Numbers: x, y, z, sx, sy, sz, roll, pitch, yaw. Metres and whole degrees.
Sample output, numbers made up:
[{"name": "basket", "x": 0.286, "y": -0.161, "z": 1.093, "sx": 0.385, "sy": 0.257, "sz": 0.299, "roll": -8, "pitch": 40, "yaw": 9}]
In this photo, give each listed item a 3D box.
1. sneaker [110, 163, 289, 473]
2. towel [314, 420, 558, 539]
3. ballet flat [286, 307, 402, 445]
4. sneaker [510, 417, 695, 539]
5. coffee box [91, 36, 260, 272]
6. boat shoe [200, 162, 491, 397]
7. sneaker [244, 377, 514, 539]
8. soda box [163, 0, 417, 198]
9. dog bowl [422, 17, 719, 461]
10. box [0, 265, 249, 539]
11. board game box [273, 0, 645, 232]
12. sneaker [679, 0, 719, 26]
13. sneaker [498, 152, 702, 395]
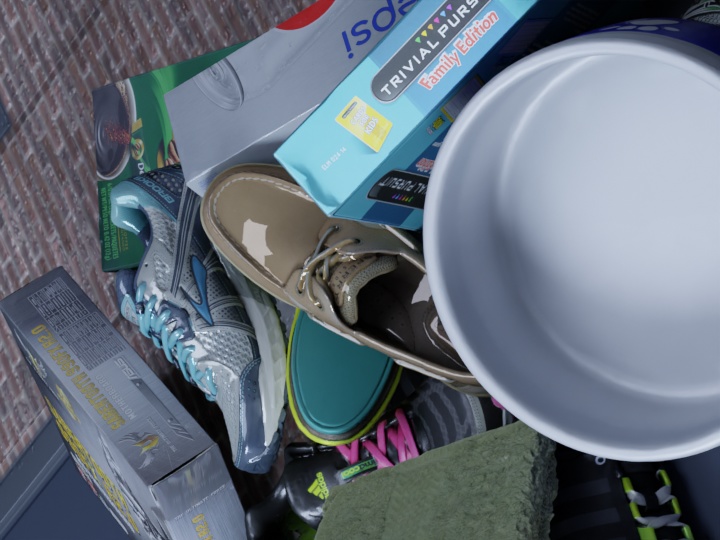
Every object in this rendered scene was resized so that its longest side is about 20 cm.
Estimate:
[{"name": "sneaker", "x": -0.095, "y": 0.029, "z": 1.607, "sx": 0.078, "sy": 0.086, "sz": 0.201, "roll": 107, "pitch": 151, "yaw": -57}, {"name": "towel", "x": 0.031, "y": 0.156, "z": 1.405, "sx": 0.148, "sy": 0.037, "sz": 0.200, "roll": -24, "pitch": 29, "yaw": 25}, {"name": "ballet flat", "x": -0.004, "y": 0.013, "z": 1.582, "sx": 0.067, "sy": 0.067, "sz": 0.201, "roll": 82, "pitch": -170, "yaw": -65}, {"name": "sneaker", "x": 0.130, "y": 0.124, "z": 1.441, "sx": 0.200, "sy": 0.072, "sz": 0.083, "roll": 36, "pitch": 114, "yaw": 43}, {"name": "coffee box", "x": -0.088, "y": -0.070, "z": 1.714, "sx": 0.200, "sy": 0.044, "sz": 0.124, "roll": -10, "pitch": 82, "yaw": 48}, {"name": "boat shoe", "x": 0.000, "y": 0.000, "z": 1.499, "sx": 0.200, "sy": 0.065, "sz": 0.071, "roll": 28, "pitch": 93, "yaw": 12}, {"name": "sneaker", "x": 0.005, "y": 0.117, "z": 1.569, "sx": 0.200, "sy": 0.087, "sz": 0.074, "roll": -41, "pitch": 60, "yaw": 40}, {"name": "soda box", "x": -0.008, "y": -0.107, "z": 1.552, "sx": 0.200, "sy": 0.063, "sz": 0.068, "roll": -29, "pitch": 54, "yaw": 20}, {"name": "dog bowl", "x": 0.135, "y": -0.016, "z": 1.331, "sx": 0.199, "sy": 0.079, "sz": 0.201, "roll": 7, "pitch": 107, "yaw": 25}, {"name": "box", "x": -0.130, "y": 0.112, "z": 1.679, "sx": 0.200, "sy": 0.048, "sz": 0.159, "roll": 45, "pitch": 162, "yaw": 43}, {"name": "board game box", "x": 0.062, "y": -0.108, "z": 1.417, "sx": 0.200, "sy": 0.151, "sz": 0.047, "roll": -45, "pitch": 75, "yaw": 11}, {"name": "sneaker", "x": 0.172, "y": -0.095, "z": 1.411, "sx": 0.199, "sy": 0.078, "sz": 0.086, "roll": -11, "pitch": 73, "yaw": 39}, {"name": "sneaker", "x": 0.135, "y": -0.005, "z": 1.424, "sx": 0.200, "sy": 0.078, "sz": 0.075, "roll": 41, "pitch": 118, "yaw": 11}]
